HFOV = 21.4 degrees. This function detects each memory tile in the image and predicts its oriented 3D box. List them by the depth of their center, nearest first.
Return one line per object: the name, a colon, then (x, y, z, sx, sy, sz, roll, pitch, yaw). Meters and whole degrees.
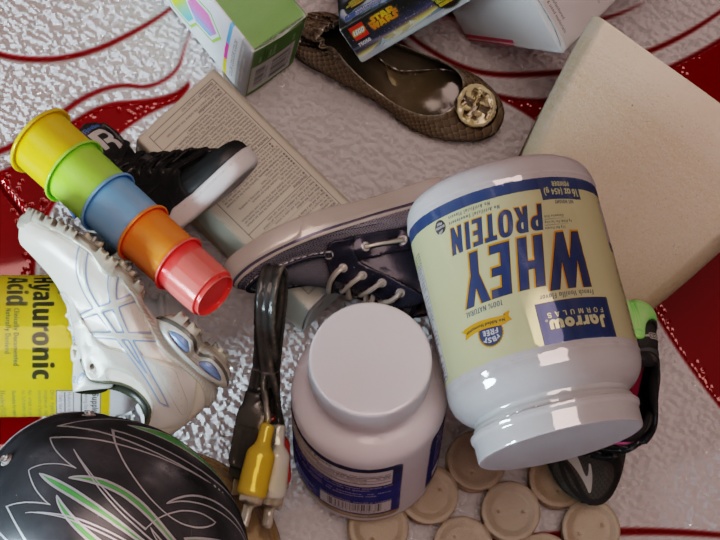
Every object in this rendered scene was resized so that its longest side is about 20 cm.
memory tile: (0.101, 0.211, 1.542, 0.200, 0.017, 0.154, -32, 81, -16)

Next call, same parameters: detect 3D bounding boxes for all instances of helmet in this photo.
helmet: (-0.176, 0.198, 1.345, 0.199, 0.191, 0.201, 3, 68, -7)

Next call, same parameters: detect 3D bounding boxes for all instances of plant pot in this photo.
plant pot: (0.209, -0.058, 1.552, 0.200, 0.200, 0.177, 35, 85, 3)

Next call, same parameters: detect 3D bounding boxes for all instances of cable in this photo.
cable: (-0.062, 0.094, 1.454, 0.050, 0.097, 0.201, 14, 99, 15)

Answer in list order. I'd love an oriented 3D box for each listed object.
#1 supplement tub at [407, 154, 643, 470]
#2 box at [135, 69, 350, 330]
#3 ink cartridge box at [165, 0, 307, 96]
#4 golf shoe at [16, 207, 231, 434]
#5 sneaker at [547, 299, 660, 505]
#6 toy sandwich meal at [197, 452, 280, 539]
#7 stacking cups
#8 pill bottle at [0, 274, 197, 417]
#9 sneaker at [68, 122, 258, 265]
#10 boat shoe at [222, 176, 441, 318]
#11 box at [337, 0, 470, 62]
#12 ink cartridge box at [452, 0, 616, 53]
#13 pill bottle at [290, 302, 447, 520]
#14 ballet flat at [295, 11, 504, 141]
supplement tub: (0.122, 0.032, 1.386, 0.144, 0.145, 0.201, -10, 73, -11)
box: (-0.084, -0.056, 1.559, 0.095, 0.078, 0.200, -42, 84, -16)
ink cartridge box: (-0.132, -0.253, 1.595, 0.059, 0.104, 0.200, -36, 82, -17)
golf shoe: (-0.192, 0.041, 1.405, 0.200, 0.078, 0.097, 42, 82, 2)
sneaker: (0.188, 0.115, 1.482, 0.076, 0.201, 0.084, 0, 40, -5)
toy sandwich meal: (-0.154, 0.240, 1.475, 0.204, 0.070, 0.206, 3, 68, -6)
stacking cups: (-0.174, -0.041, 1.428, 0.200, 0.061, 0.061, 39, 72, 18)
pill bottle: (-0.229, 0.059, 1.489, 0.199, 0.111, 0.112, 0, 74, -9)
sneaker: (-0.172, -0.078, 1.481, 0.112, 0.200, 0.073, 54, 45, -4)
boat shoe: (0.000, 0.000, 1.474, 0.199, 0.075, 0.093, -20, 73, -12)
box: (0.072, -0.264, 1.575, 0.199, 0.137, 0.040, -28, 120, 14)
ink cartridge box: (0.178, -0.284, 1.619, 0.200, 0.145, 0.085, -43, 120, -18)
pill bottle: (0.006, 0.105, 1.453, 0.119, 0.200, 0.120, 1, 64, -1)
ballet flat: (0.032, -0.169, 1.624, 0.199, 0.046, 0.068, 27, 73, 0)
